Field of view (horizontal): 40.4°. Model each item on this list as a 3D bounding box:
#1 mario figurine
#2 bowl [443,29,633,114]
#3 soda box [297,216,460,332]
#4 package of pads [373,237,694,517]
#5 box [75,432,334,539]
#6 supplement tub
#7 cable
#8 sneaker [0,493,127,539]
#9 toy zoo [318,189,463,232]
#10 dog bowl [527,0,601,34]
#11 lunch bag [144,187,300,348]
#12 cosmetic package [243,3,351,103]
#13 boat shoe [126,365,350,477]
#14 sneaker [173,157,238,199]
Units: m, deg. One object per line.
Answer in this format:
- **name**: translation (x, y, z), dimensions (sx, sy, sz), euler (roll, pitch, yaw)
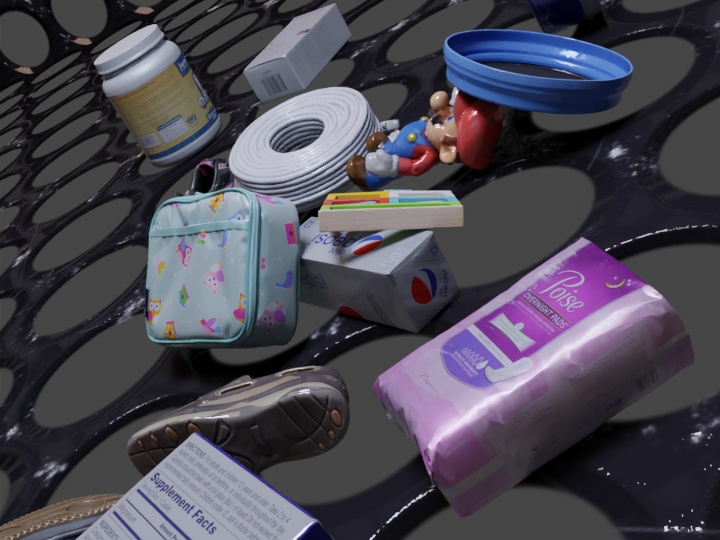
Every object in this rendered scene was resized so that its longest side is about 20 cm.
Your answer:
- **mario figurine**: translation (0.068, -0.158, 1.085), dimensions (0.199, 0.105, 0.125), euler (-16, 63, 43)
- **bowl**: translation (0.186, -0.212, 1.036), dimensions (0.198, 0.040, 0.201), euler (5, 27, -2)
- **soda box**: translation (0.000, 0.000, 0.931), dimensions (0.063, 0.069, 0.199), euler (-41, 29, -25)
- **package of pads**: translation (0.116, 0.071, 0.682), dimensions (0.199, 0.076, 0.121), euler (-33, 29, -4)
- **box**: translation (-0.116, 0.227, 0.619), dimensions (0.200, 0.105, 0.183), euler (-42, 28, -20)
- **supplement tub**: translation (-0.338, -0.290, 1.636), dimensions (0.144, 0.201, 0.145), euler (-23, 27, 13)
- **cable**: translation (-0.069, -0.151, 1.232), dimensions (0.198, 0.070, 0.201), euler (6, 46, 35)
- **sneaker**: translation (-0.253, 0.253, 0.774), dimensions (0.070, 0.110, 0.199), euler (-9, 3, 41)
- **toy zoo**: translation (0.029, -0.061, 0.955), dimensions (0.130, 0.021, 0.200), euler (-2, 9, 1)
- **dog bowl**: translation (0.230, -0.403, 1.240), dimensions (0.078, 0.201, 0.201), euler (-25, 27, 16)
- **lunch bag**: translation (-0.145, -0.003, 0.981), dimensions (0.077, 0.162, 0.199), euler (4, -5, -43)
- **cosmetic package**: translation (-0.106, -0.376, 1.688), dimensions (0.101, 0.074, 0.201), euler (-10, 35, 35)
- **boat shoe**: translation (-0.098, 0.131, 0.820), dimensions (0.198, 0.075, 0.073), euler (-14, 20, 14)
- **sneaker**: translation (-0.174, -0.120, 1.300), dimensions (0.080, 0.087, 0.201), euler (-8, 34, 35)
